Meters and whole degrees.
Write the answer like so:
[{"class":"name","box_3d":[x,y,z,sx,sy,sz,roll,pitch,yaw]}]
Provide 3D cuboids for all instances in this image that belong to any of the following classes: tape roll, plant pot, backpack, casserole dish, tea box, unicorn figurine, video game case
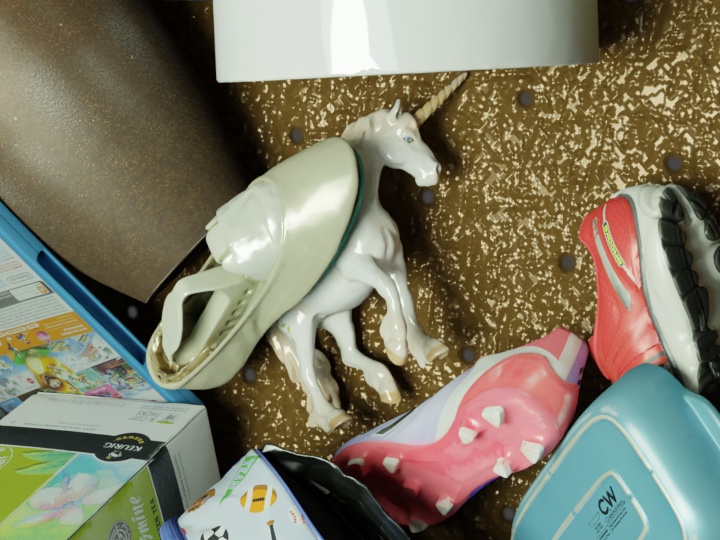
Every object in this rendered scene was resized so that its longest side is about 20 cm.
[{"class":"tape roll","box_3d":[0.022,-0.136,0.955,0.200,0.202,0.072,0,98,28]},{"class":"plant pot","box_3d":[-0.163,-0.084,1.086,0.200,0.187,0.187,45,115,-1]},{"class":"backpack","box_3d":[-0.028,0.195,1.022,0.153,0.200,0.191,-31,72,-5]},{"class":"casserole dish","box_3d":[0.135,0.137,0.973,0.122,0.038,0.201,58,145,24]},{"class":"tea box","box_3d":[-0.171,0.206,1.078,0.132,0.197,0.202,2,115,26]},{"class":"unicorn figurine","box_3d":[0.000,0.000,1.053,0.200,0.073,0.138,-38,68,32]},{"class":"video game case","box_3d":[-0.204,0.035,1.117,0.142,0.018,0.200,-14,129,40]}]

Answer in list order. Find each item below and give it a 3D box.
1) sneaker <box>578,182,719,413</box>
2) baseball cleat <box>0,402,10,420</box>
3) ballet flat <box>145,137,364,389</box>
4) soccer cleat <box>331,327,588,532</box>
[{"class":"sneaker","box_3d":[0.164,0.055,0.990,0.084,0.077,0.202,-11,90,47]},{"class":"baseball cleat","box_3d":[-0.244,0.134,1.132,0.070,0.200,0.107,-36,90,21]},{"class":"ballet flat","box_3d":[-0.066,0.001,1.042,0.070,0.069,0.201,47,131,14]},{"class":"soccer cleat","box_3d":[0.054,0.091,1.041,0.067,0.077,0.200,45,143,-8]}]
